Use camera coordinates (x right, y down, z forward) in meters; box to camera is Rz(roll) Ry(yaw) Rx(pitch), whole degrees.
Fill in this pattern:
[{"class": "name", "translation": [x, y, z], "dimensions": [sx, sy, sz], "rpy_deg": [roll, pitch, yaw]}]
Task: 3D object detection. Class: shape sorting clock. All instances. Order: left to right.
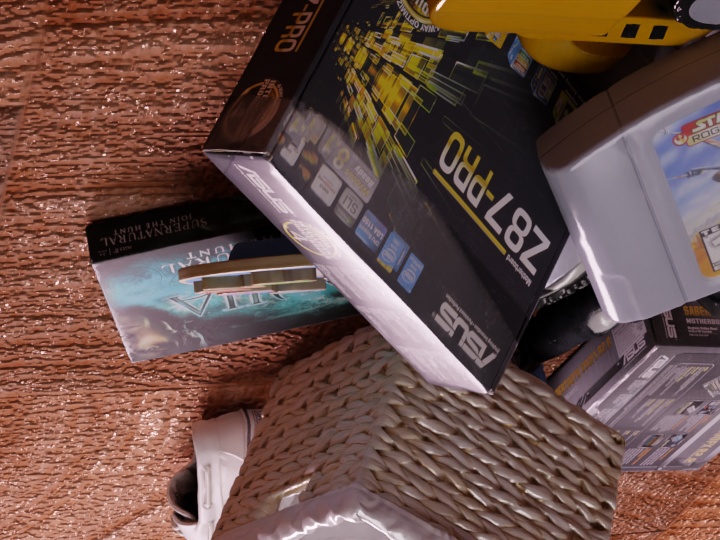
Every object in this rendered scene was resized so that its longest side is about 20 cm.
[{"class": "shape sorting clock", "translation": [0.000, 0.000, 1.109], "dimensions": [0.198, 0.040, 0.200], "rpy_deg": [-8, 177, 0]}]

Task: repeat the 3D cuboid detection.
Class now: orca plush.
[{"class": "orca plush", "translation": [0.154, -0.010, 1.287], "dimensions": [0.200, 0.071, 0.105], "rpy_deg": [-33, -168, 51]}]

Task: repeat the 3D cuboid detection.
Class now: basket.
[{"class": "basket", "translation": [0.039, 0.152, 1.307], "dimensions": [0.199, 0.162, 0.198], "rpy_deg": [33, 147, -20]}]

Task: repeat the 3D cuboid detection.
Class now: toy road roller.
[{"class": "toy road roller", "translation": [0.088, -0.153, 0.911], "dimensions": [0.198, 0.124, 0.146], "rpy_deg": [0, 161, -23]}]

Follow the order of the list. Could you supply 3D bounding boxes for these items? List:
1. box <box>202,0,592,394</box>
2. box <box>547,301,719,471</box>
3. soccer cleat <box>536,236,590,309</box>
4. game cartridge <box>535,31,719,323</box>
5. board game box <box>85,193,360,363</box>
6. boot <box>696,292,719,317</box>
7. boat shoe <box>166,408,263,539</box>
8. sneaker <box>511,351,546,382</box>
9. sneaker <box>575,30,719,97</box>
[{"class": "box", "translation": [0.030, -0.062, 0.960], "dimensions": [0.049, 0.162, 0.200], "rpy_deg": [8, 151, 44]}, {"class": "box", "translation": [0.225, 0.082, 1.470], "dimensions": [0.157, 0.049, 0.200], "rpy_deg": [1, 149, -25]}, {"class": "soccer cleat", "translation": [0.121, -0.027, 1.211], "dimensions": [0.068, 0.074, 0.200], "rpy_deg": [-21, 170, -44]}, {"class": "game cartridge", "translation": [0.191, -0.057, 0.970], "dimensions": [0.199, 0.042, 0.133], "rpy_deg": [-22, 137, 9]}, {"class": "board game box", "translation": [-0.054, -0.004, 1.219], "dimensions": [0.198, 0.028, 0.136], "rpy_deg": [-12, 151, -1]}, {"class": "boot", "translation": [0.232, -0.085, 1.094], "dimensions": [0.165, 0.065, 0.200], "rpy_deg": [-52, 153, -22]}, {"class": "boat shoe", "translation": [-0.108, 0.166, 1.467], "dimensions": [0.065, 0.072, 0.200], "rpy_deg": [0, 149, -13]}, {"class": "sneaker", "translation": [0.072, 0.119, 1.451], "dimensions": [0.085, 0.078, 0.200], "rpy_deg": [4, 148, -20]}, {"class": "sneaker", "translation": [0.157, -0.131, 1.044], "dimensions": [0.080, 0.077, 0.200], "rpy_deg": [-15, 159, -37]}]
